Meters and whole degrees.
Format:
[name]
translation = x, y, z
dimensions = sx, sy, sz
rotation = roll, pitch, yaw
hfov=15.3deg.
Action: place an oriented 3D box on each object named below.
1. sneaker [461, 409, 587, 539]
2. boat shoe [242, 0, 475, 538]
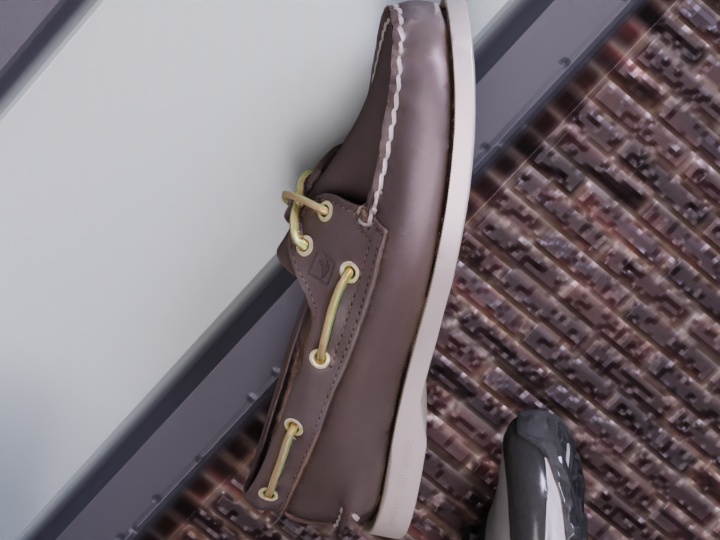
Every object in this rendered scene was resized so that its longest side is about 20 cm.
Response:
[sneaker]
translation = 0.036, 0.142, 0.964
dimensions = 0.079, 0.074, 0.201
rotation = 14, 113, 1
[boat shoe]
translation = 0.000, 0.000, 0.906
dimensions = 0.059, 0.072, 0.201
rotation = 6, 119, -4
